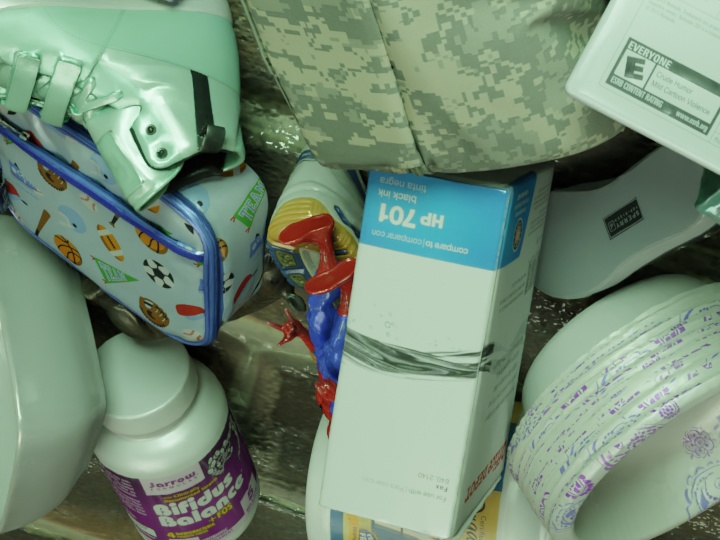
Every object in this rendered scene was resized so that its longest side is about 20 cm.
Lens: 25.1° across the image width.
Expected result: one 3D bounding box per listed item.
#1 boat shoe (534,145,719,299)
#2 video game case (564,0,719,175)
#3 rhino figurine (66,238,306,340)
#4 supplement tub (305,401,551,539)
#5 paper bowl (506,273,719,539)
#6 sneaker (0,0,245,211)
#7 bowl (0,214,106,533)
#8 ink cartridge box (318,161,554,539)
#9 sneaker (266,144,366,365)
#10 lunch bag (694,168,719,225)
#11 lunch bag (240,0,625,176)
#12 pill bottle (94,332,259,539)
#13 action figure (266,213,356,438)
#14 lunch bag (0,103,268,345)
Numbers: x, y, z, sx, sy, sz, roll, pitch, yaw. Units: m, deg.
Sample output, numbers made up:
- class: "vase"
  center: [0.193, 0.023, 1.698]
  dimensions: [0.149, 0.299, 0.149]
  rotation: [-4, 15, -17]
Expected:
- class: "boat shoe"
  center: [0.164, -0.030, 0.952]
  dimensions: [0.057, 0.069, 0.200]
  rotation: [-11, 173, -29]
- class: "video game case"
  center: [0.219, -0.112, 0.707]
  dimensions: [0.200, 0.182, 0.023]
  rotation: [29, -170, 7]
- class: "rhino figurine"
  center: [-0.107, 0.006, 1.129]
  dimensions: [0.200, 0.060, 0.087]
  rotation: [-10, 144, 31]
- class: "supplement tub"
  center: [0.073, 0.162, 1.190]
  dimensions: [0.200, 0.145, 0.145]
  rotation: [7, 144, 16]
- class: "paper bowl"
  center: [0.182, 0.081, 1.015]
  dimensions: [0.200, 0.104, 0.201]
  rotation: [-24, 150, -15]
- class: "sneaker"
  center: [-0.158, -0.091, 0.892]
  dimensions: [0.200, 0.118, 0.074]
  rotation: [-7, 161, -18]
- class: "bowl"
  center: [-0.242, 0.073, 1.190]
  dimensions: [0.075, 0.200, 0.200]
  rotation: [-7, 152, -21]
- class: "ink cartridge box"
  center: [0.048, 0.034, 0.936]
  dimensions: [0.086, 0.146, 0.200]
  rotation: [13, 102, 14]
- class: "sneaker"
  center: [0.000, 0.000, 1.047]
  dimensions: [0.075, 0.088, 0.200]
  rotation: [1, 141, 15]
- class: "lunch bag"
  center: [0.289, -0.074, 0.788]
  dimensions: [0.170, 0.122, 0.200]
  rotation: [32, 133, -8]
- class: "lunch bag"
  center: [0.046, -0.142, 0.781]
  dimensions: [0.167, 0.140, 0.200]
  rotation: [5, 144, 19]
- class: "pill bottle"
  center: [-0.152, 0.135, 1.284]
  dimensions: [0.112, 0.112, 0.200]
  rotation: [6, 145, 16]
- class: "action figure"
  center: [-0.018, 0.051, 0.995]
  dimensions: [0.052, 0.065, 0.200]
  rotation: [-27, 143, -12]
- class: "lunch bag"
  center: [-0.151, -0.052, 1.012]
  dimensions: [0.200, 0.076, 0.160]
  rotation: [32, 150, 16]
